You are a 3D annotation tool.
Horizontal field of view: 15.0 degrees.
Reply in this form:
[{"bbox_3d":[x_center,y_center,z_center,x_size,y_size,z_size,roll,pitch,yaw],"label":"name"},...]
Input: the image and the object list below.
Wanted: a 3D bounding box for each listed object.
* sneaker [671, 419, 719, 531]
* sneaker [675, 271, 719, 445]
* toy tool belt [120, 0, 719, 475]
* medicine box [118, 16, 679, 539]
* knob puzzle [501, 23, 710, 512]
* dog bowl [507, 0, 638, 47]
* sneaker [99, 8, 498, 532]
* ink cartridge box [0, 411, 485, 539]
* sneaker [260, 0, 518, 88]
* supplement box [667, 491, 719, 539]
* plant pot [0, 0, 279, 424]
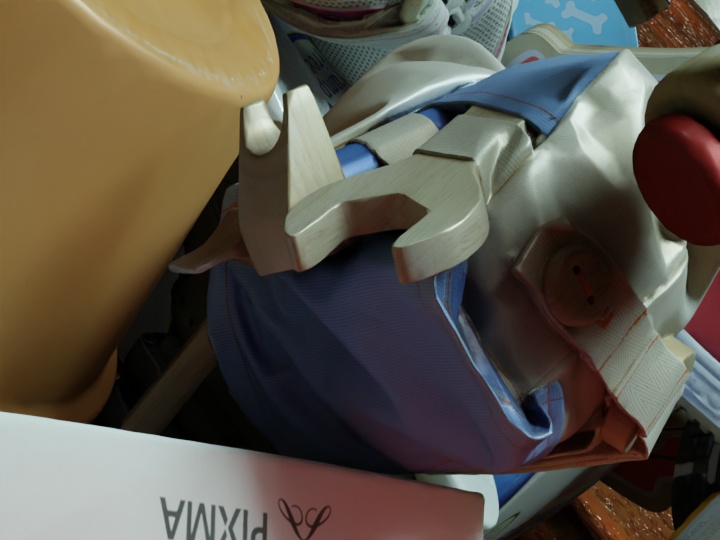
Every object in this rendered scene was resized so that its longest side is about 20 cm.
[{"bbox_3d":[0.160,0.115,0.962,0.081,0.074,0.200,-11,99,-59],"label":"sneaker"},{"bbox_3d":[0.191,0.041,0.863,0.200,0.113,0.071,39,16,12],"label":"sneaker"},{"bbox_3d":[0.021,0.005,0.656,0.125,0.123,0.200,61,-26,-7],"label":"toy tool belt"},{"bbox_3d":[0.000,0.000,0.918,0.200,0.103,0.182,50,19,10],"label":"medicine box"},{"bbox_3d":[0.083,0.006,1.019,0.030,0.220,0.220,-34,80,-39],"label":"knob puzzle"},{"bbox_3d":[0.086,-0.035,1.100,0.111,0.049,0.200,-95,179,-73],"label":"dog bowl"},{"bbox_3d":[-0.044,0.002,0.796,0.200,0.099,0.071,66,12,1],"label":"sneaker"},{"bbox_3d":[-0.029,0.061,0.627,0.200,0.173,0.044,15,70,-52],"label":"ink cartridge box"},{"bbox_3d":[-0.003,-0.098,0.786,0.200,0.081,0.088,66,29,-55],"label":"sneaker"},{"bbox_3d":[0.123,0.117,0.771,0.074,0.126,0.200,47,-19,-2],"label":"supplement box"},{"bbox_3d":[-0.115,-0.050,0.712,0.200,0.140,0.200,41,20,-19],"label":"plant pot"}]
